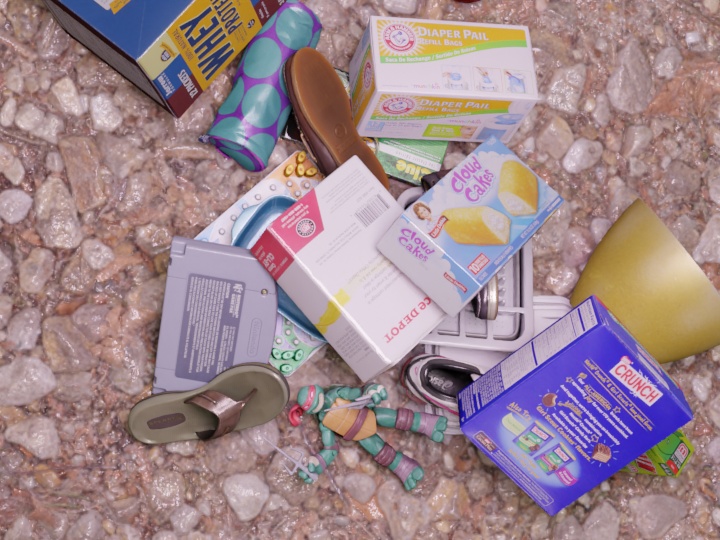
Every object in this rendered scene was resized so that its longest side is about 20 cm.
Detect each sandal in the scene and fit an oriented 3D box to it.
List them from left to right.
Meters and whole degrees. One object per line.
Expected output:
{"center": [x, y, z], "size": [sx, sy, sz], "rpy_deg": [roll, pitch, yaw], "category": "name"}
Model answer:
{"center": [-0.173, 0.167, 1.410], "size": [0.200, 0.057, 0.080], "rpy_deg": [-19, 113, 10], "category": "sandal"}

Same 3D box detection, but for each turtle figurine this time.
{"center": [-0.006, 0.179, 1.439], "size": [0.199, 0.101, 0.150], "rpy_deg": [22, 119, -19], "category": "turtle figurine"}

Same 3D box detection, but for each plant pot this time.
{"center": [0.337, 0.036, 1.470], "size": [0.142, 0.200, 0.200], "rpy_deg": [-38, 92, 8], "category": "plant pot"}

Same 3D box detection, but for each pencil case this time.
{"center": [-0.116, -0.224, 1.461], "size": [0.085, 0.092, 0.201], "rpy_deg": [30, 79, -44], "category": "pencil case"}

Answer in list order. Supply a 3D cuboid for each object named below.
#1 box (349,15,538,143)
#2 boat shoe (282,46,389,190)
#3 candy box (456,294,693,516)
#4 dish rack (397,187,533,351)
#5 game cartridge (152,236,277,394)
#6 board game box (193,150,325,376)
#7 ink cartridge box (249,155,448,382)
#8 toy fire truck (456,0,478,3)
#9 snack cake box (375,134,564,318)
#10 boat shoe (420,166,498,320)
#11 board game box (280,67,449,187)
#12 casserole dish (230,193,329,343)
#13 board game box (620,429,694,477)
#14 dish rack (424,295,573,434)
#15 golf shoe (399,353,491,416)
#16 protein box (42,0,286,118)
{"center": [0.096, -0.224, 1.458], "size": [0.199, 0.113, 0.102], "rpy_deg": [1, 67, -13], "category": "box"}
{"center": [-0.041, -0.160, 1.438], "size": [0.070, 0.070, 0.201], "rpy_deg": [-32, 102, -35], "category": "boat shoe"}
{"center": [0.234, 0.150, 1.352], "size": [0.200, 0.077, 0.169], "rpy_deg": [-38, 113, 19], "category": "candy box"}
{"center": [0.120, 0.003, 1.475], "size": [0.170, 0.044, 0.201], "rpy_deg": [5, 67, -5], "category": "dish rack"}
{"center": [-0.164, 0.064, 1.415], "size": [0.132, 0.042, 0.201], "rpy_deg": [8, 114, -8], "category": "game cartridge"}
{"center": [-0.081, -0.010, 1.481], "size": [0.200, 0.026, 0.200], "rpy_deg": [-41, 93, -10], "category": "board game box"}
{"center": [0.000, 0.000, 1.355], "size": [0.145, 0.083, 0.200], "rpy_deg": [-40, 88, -29], "category": "ink cartridge box"}
{"center": [0.087, -0.440, 1.507], "size": [0.167, 0.112, 0.201], "rpy_deg": [5, 85, -32], "category": "toy fire truck"}
{"center": [0.123, -0.052, 1.342], "size": [0.115, 0.067, 0.200], "rpy_deg": [43, 47, 5], "category": "snack cake box"}
{"center": [0.114, -0.031, 1.421], "size": [0.064, 0.072, 0.201], "rpy_deg": [-8, 64, -6], "category": "boat shoe"}
{"center": [0.012, -0.178, 1.508], "size": [0.199, 0.023, 0.105], "rpy_deg": [20, 82, -7], "category": "board game box"}
{"center": [-0.065, -0.001, 1.450], "size": [0.200, 0.039, 0.121], "rpy_deg": [37, 82, -4], "category": "casserole dish"}
{"center": [0.298, 0.157, 1.457], "size": [0.200, 0.101, 0.048], "rpy_deg": [51, 62, -19], "category": "board game box"}
{"center": [0.179, 0.116, 1.503], "size": [0.199, 0.044, 0.173], "rpy_deg": [1, 87, -7], "category": "dish rack"}
{"center": [0.146, 0.149, 1.429], "size": [0.199, 0.092, 0.073], "rpy_deg": [15, 84, -8], "category": "golf shoe"}
{"center": [-0.230, -0.324, 1.391], "size": [0.200, 0.135, 0.199], "rpy_deg": [38, 81, 21], "category": "protein box"}
